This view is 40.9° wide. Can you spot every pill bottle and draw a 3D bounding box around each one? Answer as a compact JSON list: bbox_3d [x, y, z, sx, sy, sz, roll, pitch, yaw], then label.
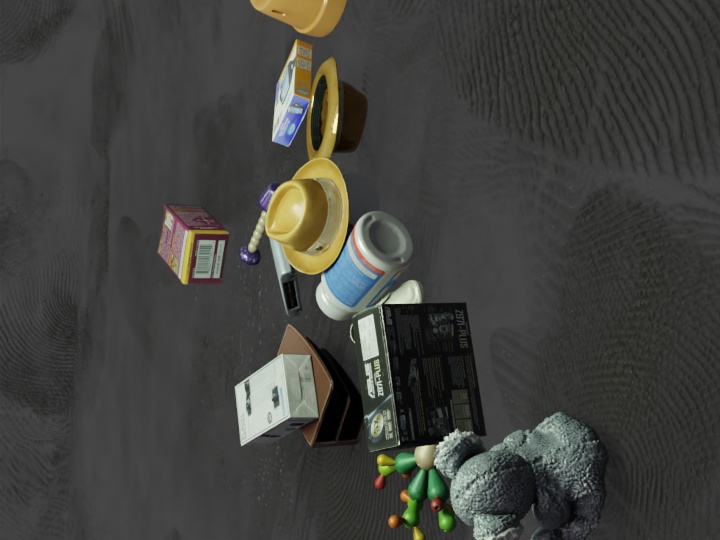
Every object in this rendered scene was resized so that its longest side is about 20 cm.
[{"bbox_3d":[0.000,0.000,1.618,0.200,0.110,0.114,-49,50,46],"label":"pill bottle"},{"bbox_3d":[-0.054,-0.101,1.707,0.199,0.114,0.119,-20,73,58],"label":"pill bottle"}]

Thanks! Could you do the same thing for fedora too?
[{"bbox_3d":[-0.037,-0.268,1.681,0.200,0.080,0.206,-174,90,-73],"label":"fedora"},{"bbox_3d":[-0.099,-0.092,1.599,0.199,0.081,0.206,-5,84,51],"label":"fedora"}]

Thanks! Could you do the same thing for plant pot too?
[{"bbox_3d":[-0.124,-0.548,1.806,0.199,0.137,0.205,2,92,60],"label":"plant pot"}]

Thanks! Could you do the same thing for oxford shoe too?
[{"bbox_3d":[0.043,0.079,1.599,0.200,0.057,0.077,-42,53,49],"label":"oxford shoe"}]

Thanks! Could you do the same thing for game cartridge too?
[{"bbox_3d":[-0.147,-0.010,1.858,0.201,0.041,0.135,88,164,-63],"label":"game cartridge"}]

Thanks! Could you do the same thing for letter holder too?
[{"bbox_3d":[-0.070,0.199,1.752,0.200,0.099,0.145,47,127,49],"label":"letter holder"}]

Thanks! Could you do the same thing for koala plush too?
[{"bbox_3d":[0.192,0.267,1.206,0.185,0.196,0.180,-59,43,40],"label":"koala plush"}]

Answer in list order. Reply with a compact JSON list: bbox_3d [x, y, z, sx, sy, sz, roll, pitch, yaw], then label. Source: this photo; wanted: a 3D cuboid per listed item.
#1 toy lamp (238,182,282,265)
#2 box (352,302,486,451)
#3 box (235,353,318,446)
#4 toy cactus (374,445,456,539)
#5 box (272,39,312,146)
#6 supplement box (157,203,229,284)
[{"bbox_3d":[-0.203,-0.098,2.021,0.059,0.057,0.202,64,143,36],"label":"toy lamp"},{"bbox_3d":[0.086,0.155,1.424,0.086,0.161,0.205,-26,68,56],"label":"box"},{"bbox_3d":[-0.154,0.236,1.735,0.199,0.059,0.119,-35,58,51],"label":"box"},{"bbox_3d":[0.087,0.321,1.505,0.200,0.100,0.168,35,110,64],"label":"toy cactus"},{"bbox_3d":[-0.130,-0.335,1.851,0.203,0.041,0.120,-89,22,-44],"label":"box"},{"bbox_3d":[-0.402,-0.063,2.310,0.200,0.101,0.134,40,123,51],"label":"supplement box"}]
